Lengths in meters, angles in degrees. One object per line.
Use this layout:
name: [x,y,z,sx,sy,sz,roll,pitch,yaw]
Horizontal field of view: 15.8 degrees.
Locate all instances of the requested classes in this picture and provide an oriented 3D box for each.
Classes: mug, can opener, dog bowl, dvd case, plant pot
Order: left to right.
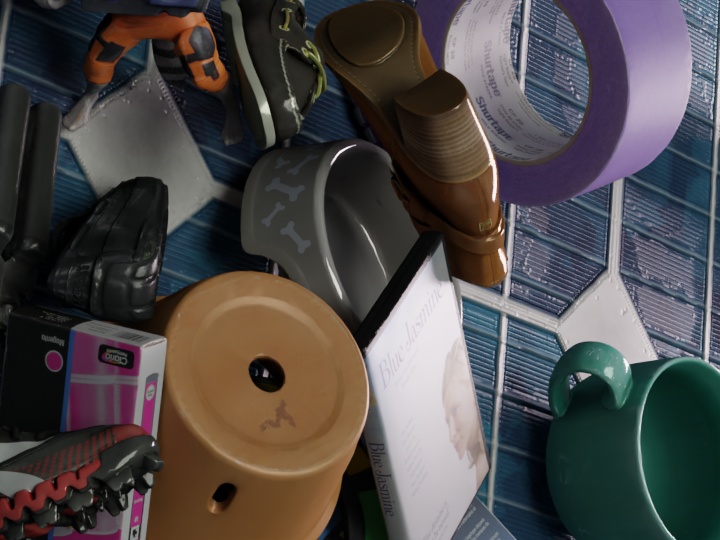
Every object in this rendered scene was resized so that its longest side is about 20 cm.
can opener: [-0.228,-0.018,1.596,0.053,0.067,0.201,31,48,-36]
plant pot: [-0.084,0.090,1.605,0.200,0.140,0.201,13,58,-23]
dog bowl: [0.000,0.000,1.784,0.200,0.059,0.201,39,40,-42]
dvd case: [0.041,0.094,1.721,0.143,0.017,0.200,-55,140,-48]
mug: [0.209,0.133,1.977,0.152,0.114,0.186,-20,96,-46]

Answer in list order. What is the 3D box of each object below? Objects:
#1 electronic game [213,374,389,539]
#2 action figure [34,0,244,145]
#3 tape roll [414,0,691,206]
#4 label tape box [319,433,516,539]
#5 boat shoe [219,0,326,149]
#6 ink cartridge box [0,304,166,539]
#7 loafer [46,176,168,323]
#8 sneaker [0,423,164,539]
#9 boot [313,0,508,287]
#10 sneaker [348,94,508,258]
electronic game: [-0.062,0.160,1.694,0.200,0.042,0.201,17,55,-26]
action figure: [-0.156,-0.182,1.634,0.105,0.199,0.194,-52,149,-50]
tape roll: [0.137,-0.153,1.896,0.085,0.200,0.201,-22,98,-46]
label tape box: [0.030,0.209,1.796,0.200,0.066,0.143,46,48,0]
boat shoe: [-0.054,-0.138,1.705,0.201,0.060,0.072,-109,-170,-65]
ink cartridge box: [-0.172,0.127,1.536,0.037,0.094,0.201,-21,120,-62]
loafer: [-0.156,-0.019,1.605,0.201,0.070,0.068,-93,-170,-74]
sneaker: [-0.211,0.116,1.491,0.071,0.200,0.098,27,44,-68]
boot: [0.035,-0.086,1.768,0.074,0.200,0.155,-24,128,-8]
sneaker: [0.056,-0.095,1.879,0.074,0.087,0.201,-25,100,-46]
